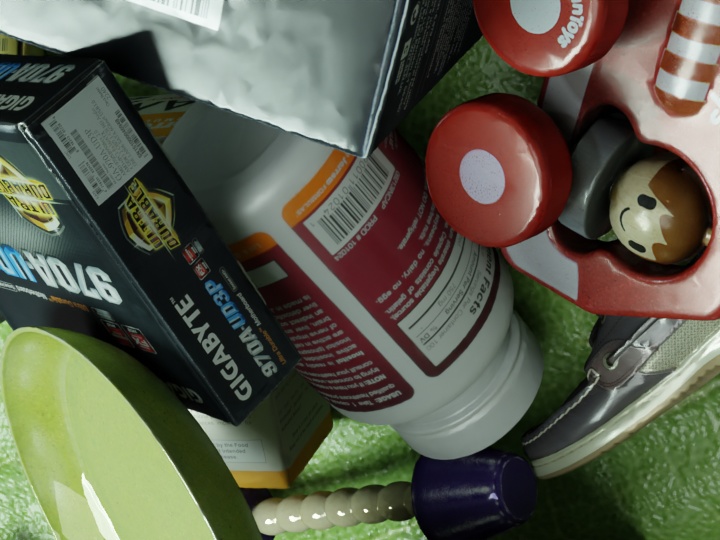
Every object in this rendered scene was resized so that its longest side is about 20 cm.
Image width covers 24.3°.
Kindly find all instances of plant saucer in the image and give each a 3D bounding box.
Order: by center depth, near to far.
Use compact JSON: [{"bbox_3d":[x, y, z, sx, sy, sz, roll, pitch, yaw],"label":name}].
[{"bbox_3d":[-0.094,0.109,0.742,0.200,0.031,0.200,39,144,35],"label":"plant saucer"}]

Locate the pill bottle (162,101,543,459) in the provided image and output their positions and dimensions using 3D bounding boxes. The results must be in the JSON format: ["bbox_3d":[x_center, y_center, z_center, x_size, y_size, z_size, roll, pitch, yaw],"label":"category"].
[{"bbox_3d":[0.000,0.000,0.792,0.113,0.113,0.200,-22,128,28],"label":"pill bottle"}]

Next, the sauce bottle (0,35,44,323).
[{"bbox_3d":[-0.205,-0.064,0.895,0.066,0.066,0.200,17,116,13],"label":"sauce bottle"}]

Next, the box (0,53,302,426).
[{"bbox_3d":[-0.131,-0.020,0.738,0.200,0.046,0.159,12,140,53],"label":"box"}]

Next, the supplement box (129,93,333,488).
[{"bbox_3d":[-0.098,0.011,0.884,0.126,0.074,0.200,-1,113,22],"label":"supplement box"}]

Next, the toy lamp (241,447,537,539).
[{"bbox_3d":[0.004,0.123,0.886,0.200,0.058,0.058,-11,110,40],"label":"toy lamp"}]

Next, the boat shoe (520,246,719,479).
[{"bbox_3d":[0.146,0.028,0.806,0.065,0.072,0.200,51,124,7],"label":"boat shoe"}]

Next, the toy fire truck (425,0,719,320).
[{"bbox_3d":[0.133,-0.064,0.711,0.168,0.112,0.200,32,124,30],"label":"toy fire truck"}]

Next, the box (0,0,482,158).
[{"bbox_3d":[-0.045,-0.161,0.713,0.200,0.197,0.124,20,119,11],"label":"box"}]
